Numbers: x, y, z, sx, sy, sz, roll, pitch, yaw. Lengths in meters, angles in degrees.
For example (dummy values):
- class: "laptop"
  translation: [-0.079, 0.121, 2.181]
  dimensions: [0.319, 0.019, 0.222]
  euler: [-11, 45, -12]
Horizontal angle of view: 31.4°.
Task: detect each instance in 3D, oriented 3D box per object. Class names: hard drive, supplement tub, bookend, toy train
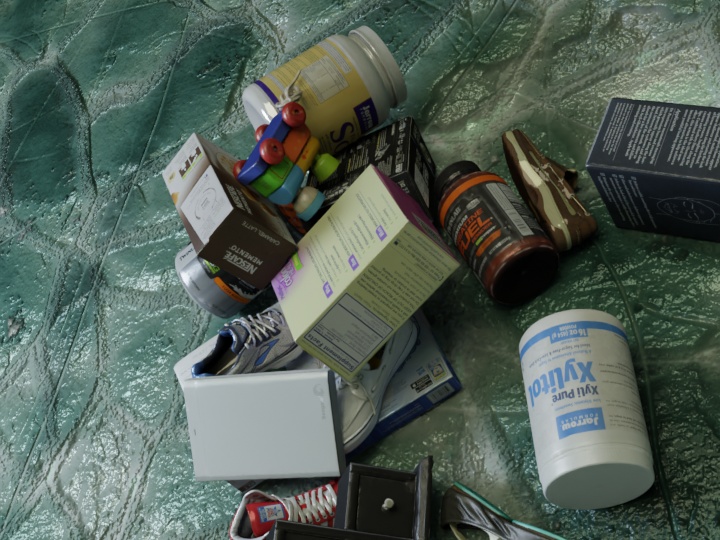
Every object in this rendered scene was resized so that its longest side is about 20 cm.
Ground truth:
- class: "hard drive"
  translation: [-0.121, 0.195, 1.607]
  dimensions: [0.199, 0.026, 0.133]
  euler: [-5, 95, 21]
- class: "supplement tub"
  translation: [0.170, -0.057, 1.682]
  dimensions: [0.107, 0.107, 0.200]
  euler: [-35, 50, 4]
- class: "supplement tub"
  translation: [-0.049, -0.240, 1.799]
  dimensions: [0.199, 0.146, 0.146]
  euler: [-33, 50, -9]
- class: "supplement tub"
  translation: [0.259, 0.159, 1.483]
  dimensions: [0.131, 0.132, 0.201]
  euler: [-18, 53, 17]
- class: "bookend"
  translation: [-0.024, 0.310, 1.500]
  dimensions: [0.198, 0.092, 0.201]
  euler: [11, 60, -9]
- class: "toy train"
  translation: [-0.073, -0.165, 1.678]
  dimensions: [0.085, 0.116, 0.200]
  euler: [-30, 26, 48]
- class: "supplement tub"
  translation: [-0.154, -0.035, 1.807]
  dimensions: [0.200, 0.122, 0.123]
  euler: [-39, 50, 16]

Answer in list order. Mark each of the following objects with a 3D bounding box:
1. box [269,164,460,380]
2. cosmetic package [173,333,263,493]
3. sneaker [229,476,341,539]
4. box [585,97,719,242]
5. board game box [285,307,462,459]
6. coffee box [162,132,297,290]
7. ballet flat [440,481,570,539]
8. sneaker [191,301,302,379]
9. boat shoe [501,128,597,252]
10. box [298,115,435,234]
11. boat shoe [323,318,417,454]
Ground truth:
- class: "box"
  translation: [0.000, 0.000, 1.576]
  dimensions: [0.200, 0.097, 0.176]
  euler: [-46, 29, 9]
- class: "cosmetic package"
  translation: [-0.168, 0.187, 1.730]
  dimensions: [0.101, 0.074, 0.200]
  euler: [-36, 50, 4]
- class: "sneaker"
  translation: [-0.069, 0.294, 1.584]
  dimensions: [0.200, 0.113, 0.071]
  euler: [-35, 51, 4]
- class: "box"
  translation: [0.400, -0.120, 1.570]
  dimensions: [0.199, 0.149, 0.107]
  euler: [12, 67, 32]
- class: "board game box"
  translation: [0.007, 0.125, 1.693]
  dimensions: [0.199, 0.043, 0.199]
  euler: [-32, 52, 7]
- class: "coffee box"
  translation: [-0.173, -0.079, 1.665]
  dimensions: [0.080, 0.114, 0.200]
  euler: [-49, 37, 14]
- class: "ballet flat"
  translation: [0.169, 0.312, 1.483]
  dimensions: [0.200, 0.068, 0.069]
  euler: [20, 81, 46]
- class: "sneaker"
  translation: [-0.139, 0.095, 1.676]
  dimensions: [0.200, 0.085, 0.077]
  euler: [-44, 52, -8]
- class: "boat shoe"
  translation: [0.254, -0.112, 1.702]
  dimensions: [0.074, 0.075, 0.203]
  euler: [-21, 58, -2]
- class: "box"
  translation: [0.012, -0.111, 1.758]
  dimensions: [0.163, 0.086, 0.200]
  euler: [-22, 24, 14]
- class: "boat shoe"
  translation: [-0.001, 0.130, 1.610]
  dimensions: [0.074, 0.086, 0.202]
  euler: [23, 74, 36]
